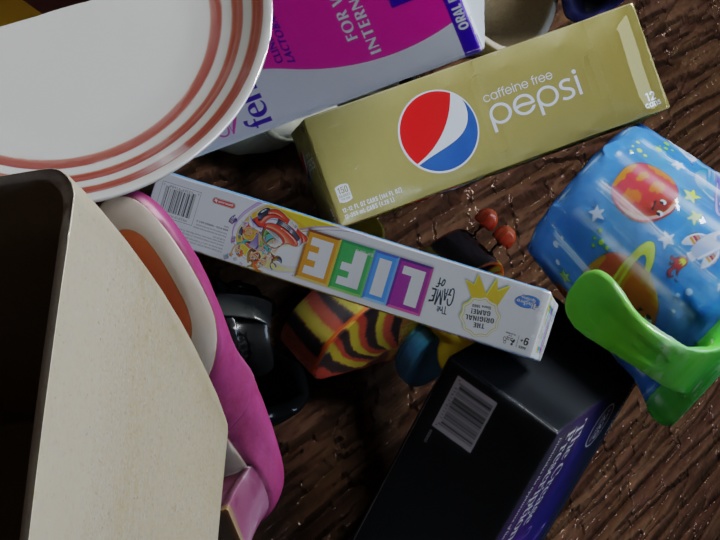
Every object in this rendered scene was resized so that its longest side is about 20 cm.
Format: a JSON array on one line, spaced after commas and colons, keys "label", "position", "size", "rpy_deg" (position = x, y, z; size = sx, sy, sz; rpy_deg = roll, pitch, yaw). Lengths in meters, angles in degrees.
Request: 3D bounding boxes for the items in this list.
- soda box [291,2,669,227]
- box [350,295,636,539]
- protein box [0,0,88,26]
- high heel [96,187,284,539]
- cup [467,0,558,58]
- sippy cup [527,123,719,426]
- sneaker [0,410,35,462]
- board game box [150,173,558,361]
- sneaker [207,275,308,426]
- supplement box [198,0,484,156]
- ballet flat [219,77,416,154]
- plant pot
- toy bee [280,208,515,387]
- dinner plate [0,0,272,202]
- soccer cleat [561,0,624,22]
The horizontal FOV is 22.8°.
[{"label": "soda box", "position": [0.066, -0.084, 1.000], "size": [0.068, 0.199, 0.064], "rpy_deg": [160, -91, -82]}, {"label": "box", "position": [0.069, 0.129, 1.036], "size": [0.141, 0.079, 0.201], "rpy_deg": [-29, 149, -59]}, {"label": "protein box", "position": [-0.185, -0.206, 0.692], "size": [0.135, 0.198, 0.201], "rpy_deg": [37, 53, -48]}, {"label": "high heel", "position": [-0.082, 0.039, 0.828], "size": [0.096, 0.067, 0.201], "rpy_deg": [-77, 160, -60]}, {"label": "cup", "position": [0.016, -0.215, 1.078], "size": [0.200, 0.143, 0.202], "rpy_deg": [20, 65, -55]}, {"label": "sippy cup", "position": [0.169, -0.006, 0.994], "size": [0.130, 0.140, 0.178], "rpy_deg": [43, -3, 10]}, {"label": "sneaker", "position": [-0.121, 0.137, 0.834], "size": [0.084, 0.075, 0.201], "rpy_deg": [-9, 94, -65]}, {"label": "board game box", "position": [0.000, 0.000, 0.911], "size": [0.134, 0.199, 0.034], "rpy_deg": [21, 87, -81]}, {"label": "sneaker", "position": [-0.093, 0.021, 0.878], "size": [0.200, 0.099, 0.070], "rpy_deg": [45, 44, -45]}, {"label": "supplement box", "position": [-0.048, -0.133, 0.880], "size": [0.104, 0.199, 0.102], "rpy_deg": [-82, 150, -63]}, {"label": "ballet flat", "position": [-0.028, -0.107, 1.054], "size": [0.200, 0.063, 0.068], "rpy_deg": [-9, 90, -59]}, {"label": "plant pot", "position": [-0.153, 0.097, 0.683], "size": [0.177, 0.199, 0.201], "rpy_deg": [37, 51, -57]}, {"label": "toy bee", "position": [0.040, 0.007, 1.095], "size": [0.131, 0.109, 0.200], "rpy_deg": [36, 23, 10]}, {"label": "dinner plate", "position": [-0.138, -0.114, 0.790], "size": [0.024, 0.199, 0.201], "rpy_deg": [103, -6, -66]}, {"label": "soccer cleat", "position": [0.161, -0.205, 1.029], "size": [0.200, 0.064, 0.084], "rpy_deg": [118, -8, -71]}]
